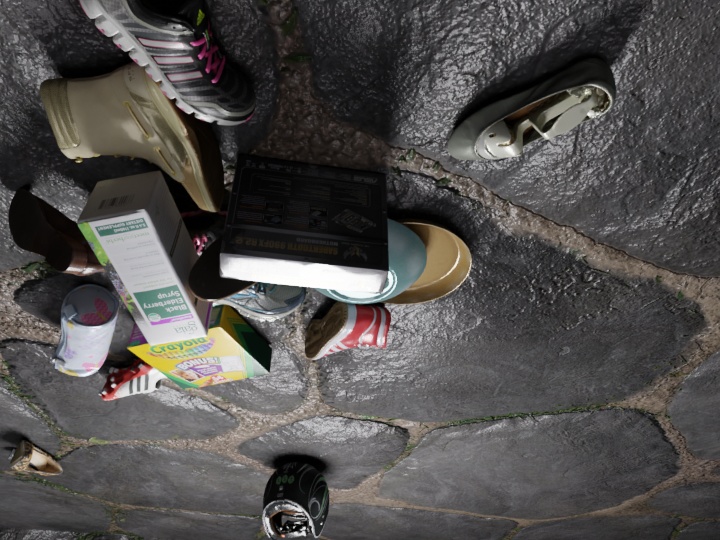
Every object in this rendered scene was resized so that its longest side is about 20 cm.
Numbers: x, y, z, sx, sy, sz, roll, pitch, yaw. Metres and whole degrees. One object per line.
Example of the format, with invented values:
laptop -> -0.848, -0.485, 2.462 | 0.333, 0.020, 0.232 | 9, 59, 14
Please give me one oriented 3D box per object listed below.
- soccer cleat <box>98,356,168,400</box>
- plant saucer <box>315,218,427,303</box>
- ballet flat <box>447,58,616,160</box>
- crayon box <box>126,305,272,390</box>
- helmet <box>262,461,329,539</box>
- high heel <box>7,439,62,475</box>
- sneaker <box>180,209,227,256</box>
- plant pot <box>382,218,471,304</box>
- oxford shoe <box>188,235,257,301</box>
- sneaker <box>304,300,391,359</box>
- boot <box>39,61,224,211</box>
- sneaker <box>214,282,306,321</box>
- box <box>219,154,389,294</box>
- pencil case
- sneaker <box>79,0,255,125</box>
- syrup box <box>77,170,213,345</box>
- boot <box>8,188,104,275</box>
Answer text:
soccer cleat -> -0.448, 0.220, 1.167 | 0.198, 0.070, 0.085 | -32, 129, 29
plant saucer -> 0.000, 0.000, 0.850 | 0.196, 0.039, 0.203 | 0, 142, 0
ballet flat -> 0.185, -0.165, 0.654 | 0.198, 0.065, 0.067 | -24, 137, 29
crayon box -> -0.289, 0.144, 1.069 | 0.196, 0.059, 0.173 | -14, 141, 18
helmet -> -0.174, 0.628, 1.601 | 0.195, 0.191, 0.204 | 3, 110, 9
high heel -> -0.835, 0.501, 1.527 | 0.141, 0.073, 0.199 | 31, 150, -26
sneaker -> -0.249, -0.041, 0.785 | 0.196, 0.096, 0.080 | 8, 119, -12
plant pot -> 0.069, -0.014, 0.885 | 0.195, 0.028, 0.202 | 1, 142, 1
oxford shoe -> -0.150, -0.016, 0.756 | 0.072, 0.200, 0.071 | 48, 135, -4
sneaker -> -0.020, 0.110, 1.014 | 0.110, 0.073, 0.200 | 7, 155, -26
boot -> -0.255, -0.143, 0.678 | 0.152, 0.074, 0.202 | -7, 141, 9
sneaker -> -0.179, 0.019, 0.891 | 0.195, 0.079, 0.087 | 7, 140, -9
box -> -0.064, -0.059, 0.718 | 0.195, 0.161, 0.049 | 5, 144, -8
pencil case -> -0.474, 0.106, 1.000 | 0.089, 0.084, 0.200 | -3, 149, -35
sneaker -> -0.169, -0.224, 0.568 | 0.086, 0.075, 0.199 | -21, 134, 35
syrup box -> -0.245, -0.008, 0.697 | 0.077, 0.082, 0.203 | -9, 131, 3
boot -> -0.367, -0.036, 0.826 | 0.065, 0.186, 0.199 | -56, 153, 11
